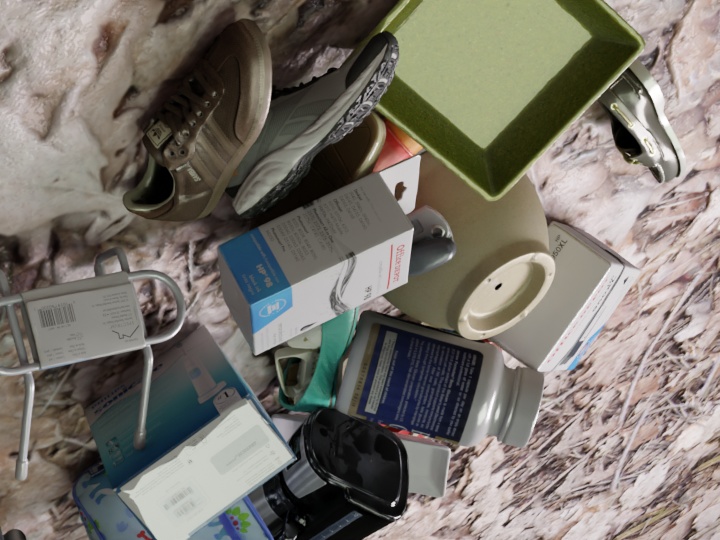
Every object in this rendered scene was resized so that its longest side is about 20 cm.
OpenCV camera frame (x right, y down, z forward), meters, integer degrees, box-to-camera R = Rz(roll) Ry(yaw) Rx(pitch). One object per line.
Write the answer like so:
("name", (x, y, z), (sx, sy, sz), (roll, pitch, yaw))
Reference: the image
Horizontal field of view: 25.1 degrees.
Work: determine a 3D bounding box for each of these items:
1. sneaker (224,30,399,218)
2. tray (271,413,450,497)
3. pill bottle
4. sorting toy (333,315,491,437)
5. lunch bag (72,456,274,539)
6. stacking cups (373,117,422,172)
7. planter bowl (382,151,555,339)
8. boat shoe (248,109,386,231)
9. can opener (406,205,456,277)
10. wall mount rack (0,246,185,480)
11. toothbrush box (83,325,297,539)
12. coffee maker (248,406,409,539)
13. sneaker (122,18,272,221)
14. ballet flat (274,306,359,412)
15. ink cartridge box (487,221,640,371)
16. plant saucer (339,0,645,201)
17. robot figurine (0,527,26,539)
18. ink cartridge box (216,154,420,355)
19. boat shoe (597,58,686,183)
("sneaker", (-0.049, -0.133, 1.358), (0.200, 0.079, 0.074), (-42, 174, 13))
("tray", (0.000, 0.200, 1.794), (0.200, 0.022, 0.107), (10, 144, 6))
("pill bottle", (0.083, 0.118, 1.669), (0.200, 0.111, 0.111), (15, 135, 1))
("sorting toy", (0.069, 0.132, 1.836), (0.200, 0.070, 0.199), (-24, 146, -22))
("lunch bag", (-0.183, 0.259, 1.618), (0.161, 0.200, 0.082), (-25, 153, -18))
("stacking cups", (0.081, -0.159, 1.490), (0.200, 0.061, 0.061), (-41, 149, 10))
("planter bowl", (0.110, -0.016, 1.625), (0.200, 0.135, 0.200), (-26, 147, -18))
("boat shoe", (-0.030, -0.074, 1.471), (0.065, 0.072, 0.200), (-8, 144, -46))
("can opener", (0.000, 0.000, 1.549), (0.200, 0.053, 0.066), (-26, -171, 24))
("wall mount rack", (-0.239, 0.075, 1.356), (0.200, 0.174, 0.075), (-12, 175, -37))
("toothbrush box", (-0.162, 0.150, 1.493), (0.146, 0.200, 0.085), (-36, 114, -5))
("coffee maker", (-0.039, 0.248, 1.748), (0.192, 0.135, 0.200), (12, 142, -42))
("sneaker", (-0.133, -0.114, 1.311), (0.076, 0.070, 0.200), (-9, 138, -37))
("ballet flat", (-0.050, 0.078, 1.653), (0.070, 0.067, 0.200), (-6, 136, -20))
("ink cartridge box", (0.221, 0.032, 1.779), (0.145, 0.084, 0.200), (-57, 163, 9))
("plant saucer", (0.111, -0.193, 1.417), (0.200, 0.048, 0.200), (38, 104, -25))
("robot figurine", (-0.406, 0.318, 1.546), (0.200, 0.113, 0.170), (-40, 121, 3))
("ink cartridge box", (-0.021, -0.014, 1.431), (0.200, 0.067, 0.116), (-26, 158, -12))
("boat shoe", (0.292, -0.150, 1.702), (0.060, 0.072, 0.202), (-37, 143, 0))
